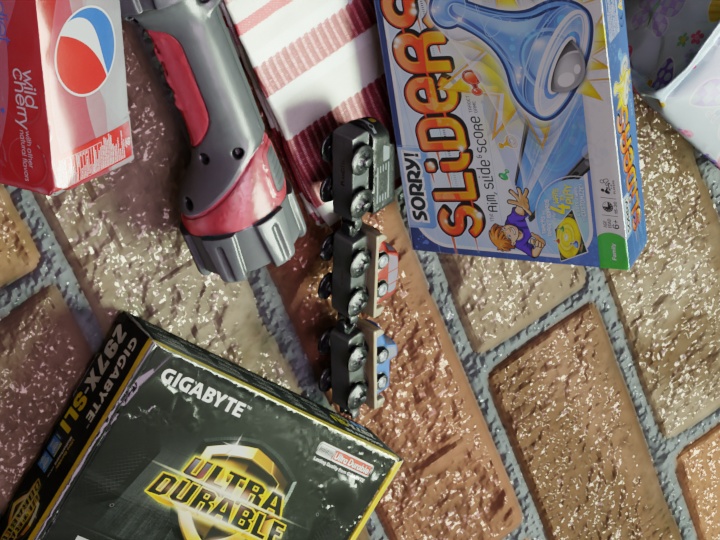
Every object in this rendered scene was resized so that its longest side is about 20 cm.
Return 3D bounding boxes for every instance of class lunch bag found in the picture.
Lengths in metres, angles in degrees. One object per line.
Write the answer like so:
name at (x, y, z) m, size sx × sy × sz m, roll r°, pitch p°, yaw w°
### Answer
lunch bag at (0.261, -0.152, 1.375) m, size 0.169 × 0.127 × 0.200 m, roll 36°, pitch 100°, yaw -34°

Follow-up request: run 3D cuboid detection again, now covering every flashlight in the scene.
flashlight at (-0.090, -0.093, 1.229) m, size 0.068 × 0.068 × 0.201 m, roll -36°, pitch 121°, yaw -24°

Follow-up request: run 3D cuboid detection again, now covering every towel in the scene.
towel at (-0.001, -0.136, 1.287) m, size 0.144 × 0.023 × 0.201 m, roll -35°, pitch 126°, yaw -16°

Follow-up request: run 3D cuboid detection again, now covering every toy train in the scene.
toy train at (0.000, 0.000, 1.323) m, size 0.046 × 0.034 × 0.201 m, roll -32°, pitch 137°, yaw -38°

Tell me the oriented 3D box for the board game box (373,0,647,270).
board game box at (0.081, -0.100, 1.264) m, size 0.034 × 0.134 × 0.201 m, roll -51°, pitch 138°, yaw -49°

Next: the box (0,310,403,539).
box at (-0.094, 0.134, 1.334) m, size 0.199 × 0.049 × 0.160 m, roll 29°, pitch 96°, yaw -37°

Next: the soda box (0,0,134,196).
soda box at (-0.165, -0.143, 1.144) m, size 0.063 × 0.070 × 0.202 m, roll -32°, pitch 127°, yaw -48°
